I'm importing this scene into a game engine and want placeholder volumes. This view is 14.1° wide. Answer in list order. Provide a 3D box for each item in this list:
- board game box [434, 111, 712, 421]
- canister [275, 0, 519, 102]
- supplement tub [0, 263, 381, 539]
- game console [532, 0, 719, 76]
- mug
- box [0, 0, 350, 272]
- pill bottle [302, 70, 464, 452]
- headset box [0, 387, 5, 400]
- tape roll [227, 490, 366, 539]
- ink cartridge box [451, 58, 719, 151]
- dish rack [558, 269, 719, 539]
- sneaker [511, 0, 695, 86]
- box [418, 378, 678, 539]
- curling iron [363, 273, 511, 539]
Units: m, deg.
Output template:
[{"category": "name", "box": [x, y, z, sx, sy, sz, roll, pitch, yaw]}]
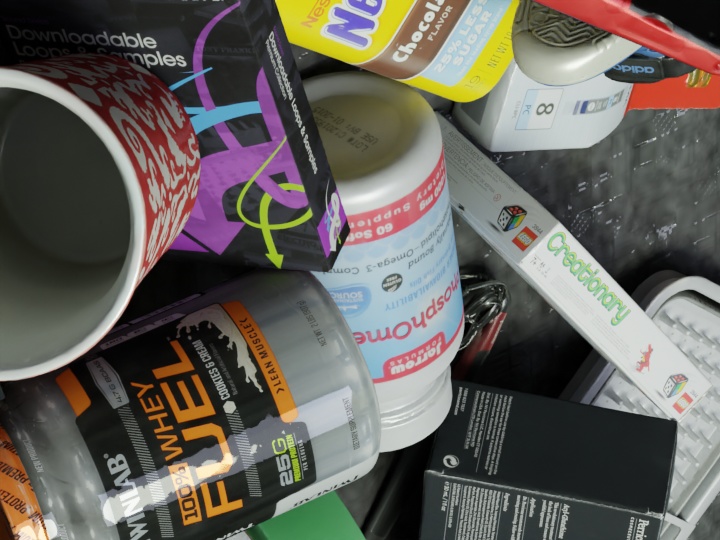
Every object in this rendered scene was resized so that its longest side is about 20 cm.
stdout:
[{"category": "board game box", "box": [0.113, 0.000, 1.658, 0.035, 0.126, 0.200, -46, 137, 1]}, {"category": "canister", "box": [0.008, -0.175, 1.481, 0.199, 0.087, 0.149, 15, 110, -44]}, {"category": "supplement tub", "box": [-0.099, 0.084, 1.482, 0.199, 0.123, 0.123, -24, 133, -18]}, {"category": "game console", "box": [0.120, -0.205, 1.455, 0.176, 0.201, 0.031, 23, 143, -24]}, {"category": "mug", "box": [-0.160, -0.024, 1.315, 0.177, 0.200, 0.134, -34, 94, 12]}, {"category": "box", "box": [-0.097, -0.083, 1.438, 0.201, 0.142, 0.036, 72, 31, -42]}, {"category": "pill bottle", "box": [0.000, 0.000, 1.585, 0.108, 0.109, 0.201, -27, 134, -19]}, {"category": "headset box", "box": [-0.297, 0.029, 1.384, 0.199, 0.093, 0.175, -30, 134, -15]}, {"category": "tape roll", "box": [-0.032, 0.184, 1.630, 0.048, 0.200, 0.201, -27, 134, -17]}, {"category": "ink cartridge box", "box": [0.160, -0.149, 1.641, 0.199, 0.047, 0.161, -4, 122, -33]}, {"category": "dish rack", "box": [0.180, 0.094, 1.840, 0.171, 0.044, 0.201, 26, 103, -44]}, {"category": "sneaker", "box": [0.140, -0.128, 1.520, 0.200, 0.076, 0.112, -54, 152, -42]}, {"category": "box", "box": [0.106, 0.167, 1.738, 0.140, 0.079, 0.201, 12, 138, 7]}, {"category": "curling iron", "box": [0.039, 0.083, 1.741, 0.049, 0.026, 0.201, 12, 120, -18]}]
